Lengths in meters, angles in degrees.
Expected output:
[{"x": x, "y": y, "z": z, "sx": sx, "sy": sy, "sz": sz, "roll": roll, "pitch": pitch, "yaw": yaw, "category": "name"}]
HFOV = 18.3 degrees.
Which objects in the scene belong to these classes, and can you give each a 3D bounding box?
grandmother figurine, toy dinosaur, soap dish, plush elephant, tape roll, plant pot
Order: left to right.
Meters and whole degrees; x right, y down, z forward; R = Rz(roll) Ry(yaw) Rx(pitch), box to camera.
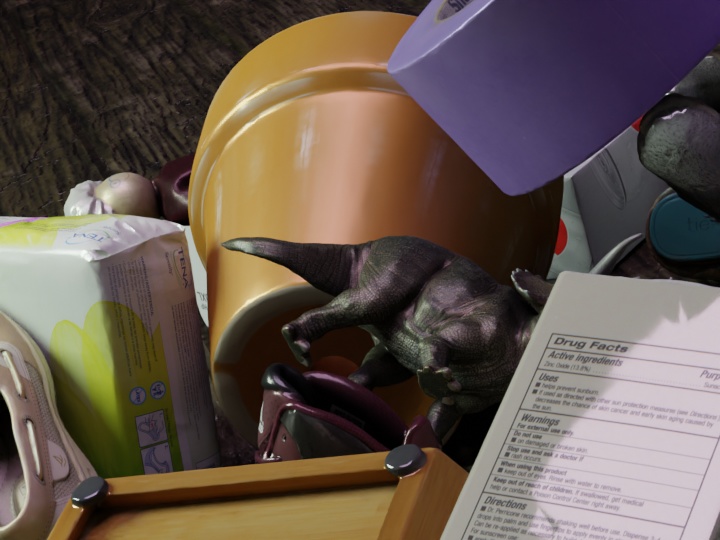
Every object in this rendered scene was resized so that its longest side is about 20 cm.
[{"x": -0.076, "y": -0.057, "z": 1.301, "sx": 0.199, "sy": 0.061, "sz": 0.121, "roll": -20, "pitch": 11, "yaw": -5, "category": "grandmother figurine"}, {"x": -0.048, "y": 0.143, "z": 0.869, "sx": 0.199, "sy": 0.082, "sz": 0.158, "roll": -7, "pitch": 32, "yaw": 23, "category": "soap dish"}, {"x": 0.000, "y": 0.000, "z": 1.142, "sx": 0.199, "sy": 0.201, "sz": 0.184, "roll": -12, "pitch": 33, "yaw": 17, "category": "plant pot"}, {"x": 0.030, "y": 0.024, "z": 0.999, "sx": 0.199, "sy": 0.077, "sz": 0.102, "roll": 16, "pitch": 43, "yaw": 32, "category": "toy dinosaur"}, {"x": 0.111, "y": -0.135, "z": 1.049, "sx": 0.200, "sy": 0.085, "sz": 0.200, "roll": -43, "pitch": 10, "yaw": 9, "category": "tape roll"}, {"x": 0.225, "y": -0.084, "z": 1.059, "sx": 0.164, "sy": 0.156, "sz": 0.200, "roll": 28, "pitch": 3, "yaw": 0, "category": "plush elephant"}]

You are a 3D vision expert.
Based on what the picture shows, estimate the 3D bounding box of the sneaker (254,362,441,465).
[{"x": -0.045, "y": 0.098, "z": 0.983, "sx": 0.198, "sy": 0.116, "sz": 0.076, "roll": -10, "pitch": 19, "yaw": 21, "category": "sneaker"}]

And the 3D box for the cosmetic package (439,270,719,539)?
[{"x": 0.086, "y": 0.103, "z": 0.764, "sx": 0.105, "sy": 0.071, "sz": 0.201, "roll": 7, "pitch": 57, "yaw": 36, "category": "cosmetic package"}]

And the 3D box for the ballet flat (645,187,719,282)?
[{"x": 0.249, "y": -0.025, "z": 1.171, "sx": 0.199, "sy": 0.071, "sz": 0.071, "roll": -5, "pitch": 22, "yaw": 30, "category": "ballet flat"}]

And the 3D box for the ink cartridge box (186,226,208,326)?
[{"x": 0.005, "y": -0.033, "z": 1.374, "sx": 0.199, "sy": 0.085, "sz": 0.144, "roll": -28, "pitch": 20, "yaw": -27, "category": "ink cartridge box"}]

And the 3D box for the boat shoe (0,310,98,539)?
[{"x": -0.186, "y": 0.066, "z": 1.069, "sx": 0.072, "sy": 0.065, "sz": 0.200, "roll": -42, "pitch": 50, "yaw": 5, "category": "boat shoe"}]

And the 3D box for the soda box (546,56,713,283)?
[{"x": 0.154, "y": -0.063, "z": 1.349, "sx": 0.063, "sy": 0.069, "sz": 0.200, "roll": -3, "pitch": 22, "yaw": 37, "category": "soda box"}]

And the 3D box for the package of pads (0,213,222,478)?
[{"x": -0.158, "y": 0.047, "z": 1.166, "sx": 0.068, "sy": 0.156, "sz": 0.199, "roll": -18, "pitch": 15, "yaw": -42, "category": "package of pads"}]
